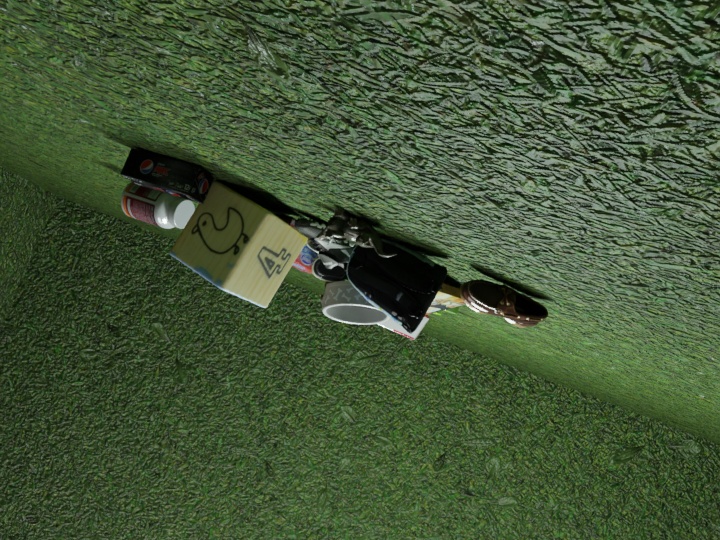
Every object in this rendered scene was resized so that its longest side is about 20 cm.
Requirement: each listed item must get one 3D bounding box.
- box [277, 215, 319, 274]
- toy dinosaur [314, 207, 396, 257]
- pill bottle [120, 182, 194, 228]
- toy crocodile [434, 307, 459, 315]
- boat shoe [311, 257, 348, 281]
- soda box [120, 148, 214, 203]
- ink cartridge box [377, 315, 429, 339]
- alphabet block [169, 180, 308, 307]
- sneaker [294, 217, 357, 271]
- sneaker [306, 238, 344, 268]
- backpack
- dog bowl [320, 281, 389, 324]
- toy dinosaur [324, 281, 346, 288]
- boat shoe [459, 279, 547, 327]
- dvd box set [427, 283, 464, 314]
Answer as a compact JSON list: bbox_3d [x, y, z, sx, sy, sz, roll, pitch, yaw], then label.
[{"bbox_3d":[-0.162,-0.062,1.791,0.100,0.096,0.200,14,170,39],"label":"box"},{"bbox_3d":[-0.006,-0.078,1.404,0.200,0.077,0.102,13,-178,23],"label":"toy dinosaur"},{"bbox_3d":[-0.580,-0.185,2.007,0.200,0.113,0.113,18,172,25],"label":"pill bottle"},{"bbox_3d":[0.185,0.073,1.906,0.200,0.068,0.062,23,173,-16],"label":"toy crocodile"},{"bbox_3d":[-0.025,-0.008,1.781,0.200,0.075,0.062,3,172,-14],"label":"boat shoe"},{"bbox_3d":[-0.430,-0.211,1.551,0.200,0.071,0.063,18,171,22],"label":"soda box"},{"bbox_3d":[0.086,0.092,1.980,0.145,0.084,0.200,25,-164,-27],"label":"ink cartridge box"},{"bbox_3d":[-0.277,-0.058,1.613,0.195,0.200,0.196,29,178,28],"label":"alphabet block"},{"bbox_3d":[-0.074,-0.053,1.621,0.200,0.091,0.066,26,171,-33],"label":"sneaker"},{"bbox_3d":[-0.051,-0.049,1.726,0.200,0.070,0.080,31,176,-15],"label":"sneaker"},{"bbox_3d":[0.066,0.014,1.505,0.200,0.163,0.154,28,-173,0],"label":"backpack"},{"bbox_3d":[-0.008,0.087,1.786,0.200,0.059,0.200,5,160,2],"label":"dog bowl"},{"bbox_3d":[-0.045,-0.018,1.870,0.106,0.200,0.060,-7,118,22],"label":"toy dinosaur"},{"bbox_3d":[0.307,0.064,1.478,0.200,0.070,0.070,19,156,-24],"label":"boat shoe"},{"bbox_3d":[0.171,0.069,1.736,0.146,0.029,0.200,-17,160,32],"label":"dvd box set"}]
